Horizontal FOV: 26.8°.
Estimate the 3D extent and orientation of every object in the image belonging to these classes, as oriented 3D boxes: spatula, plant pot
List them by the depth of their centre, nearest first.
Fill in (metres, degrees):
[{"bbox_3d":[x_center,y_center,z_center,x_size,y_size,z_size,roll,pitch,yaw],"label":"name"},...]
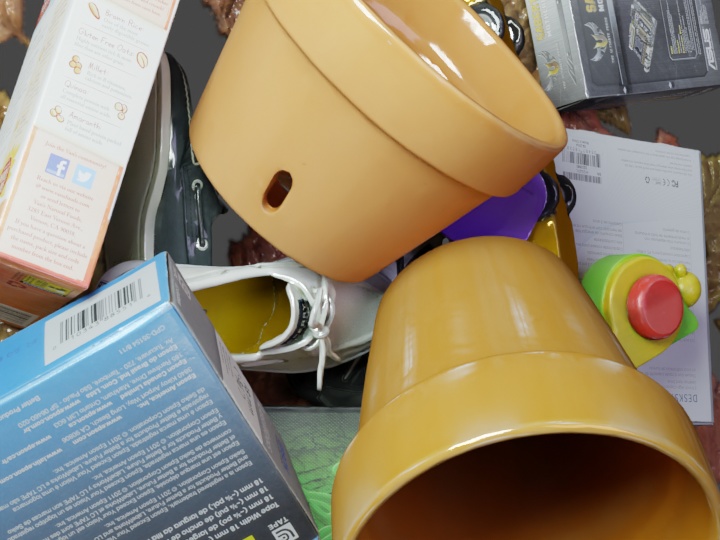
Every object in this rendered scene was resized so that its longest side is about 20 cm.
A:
[{"bbox_3d":[0.077,0.088,0.818,0.199,0.200,0.184,29,31,-28],"label":"plant pot"},{"bbox_3d":[-0.002,-0.089,0.844,0.199,0.140,0.201,36,21,-16],"label":"plant pot"},{"bbox_3d":[0.049,0.021,0.917,0.056,0.021,0.202,27,102,3],"label":"spatula"}]

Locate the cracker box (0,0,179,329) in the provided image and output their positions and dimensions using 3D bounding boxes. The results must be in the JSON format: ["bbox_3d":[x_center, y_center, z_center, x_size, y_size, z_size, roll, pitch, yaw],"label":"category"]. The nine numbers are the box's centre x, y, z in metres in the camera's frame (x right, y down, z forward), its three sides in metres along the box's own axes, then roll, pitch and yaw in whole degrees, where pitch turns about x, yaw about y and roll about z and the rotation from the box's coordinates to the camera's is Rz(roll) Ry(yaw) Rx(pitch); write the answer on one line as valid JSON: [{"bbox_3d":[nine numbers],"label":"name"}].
[{"bbox_3d":[-0.159,-0.079,0.817,0.057,0.134,0.202,20,72,-20],"label":"cracker box"}]

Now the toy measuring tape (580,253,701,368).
[{"bbox_3d":[0.146,0.037,0.969,0.199,0.073,0.074,-26,98,-30],"label":"toy measuring tape"}]

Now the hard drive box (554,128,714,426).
[{"bbox_3d":[0.169,0.011,1.074,0.154,0.076,0.203,5,80,-34],"label":"hard drive box"}]

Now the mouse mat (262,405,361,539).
[{"bbox_3d":[-0.047,0.161,0.889,0.197,0.008,0.163,1,82,-9],"label":"mouse mat"}]

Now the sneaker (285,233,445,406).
[{"bbox_3d":[0.000,0.000,0.962,0.090,0.066,0.203,20,74,-34],"label":"sneaker"}]

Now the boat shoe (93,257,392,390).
[{"bbox_3d":[-0.044,0.025,0.843,0.200,0.086,0.076,5,96,-37],"label":"boat shoe"}]

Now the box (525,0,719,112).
[{"bbox_3d":[0.193,-0.227,1.143,0.157,0.048,0.203,-11,89,-35],"label":"box"}]

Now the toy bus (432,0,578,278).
[{"bbox_3d":[0.082,-0.076,0.949,0.065,0.077,0.202,-5,76,-71],"label":"toy bus"}]

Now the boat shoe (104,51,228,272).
[{"bbox_3d":[-0.109,-0.028,0.886,0.065,0.074,0.202,4,82,-37],"label":"boat shoe"}]

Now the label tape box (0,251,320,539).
[{"bbox_3d":[-0.112,0.113,0.779,0.143,0.063,0.201,-28,118,2],"label":"label tape box"}]
